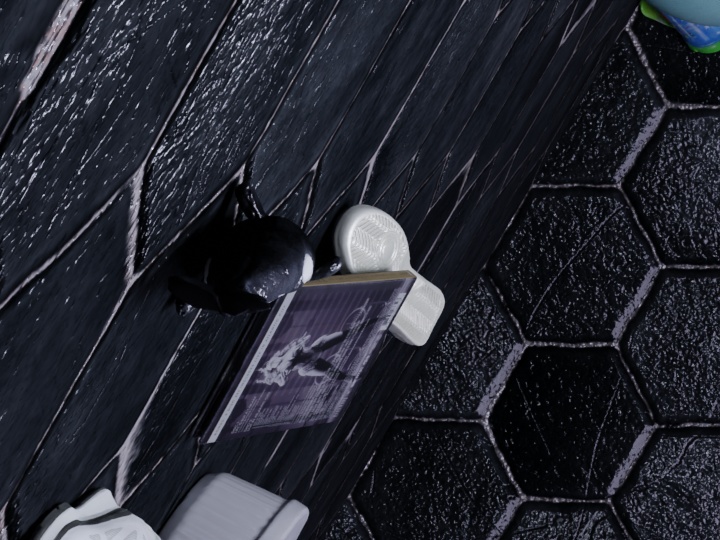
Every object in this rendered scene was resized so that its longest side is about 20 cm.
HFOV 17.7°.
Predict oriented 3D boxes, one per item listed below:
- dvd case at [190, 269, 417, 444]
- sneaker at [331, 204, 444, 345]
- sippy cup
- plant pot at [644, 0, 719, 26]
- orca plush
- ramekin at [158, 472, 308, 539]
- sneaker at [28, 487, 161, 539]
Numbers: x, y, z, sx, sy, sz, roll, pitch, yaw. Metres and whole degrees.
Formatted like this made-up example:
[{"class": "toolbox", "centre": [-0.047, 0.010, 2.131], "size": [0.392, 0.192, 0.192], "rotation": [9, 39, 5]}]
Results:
[{"class": "dvd case", "centre": [-0.044, 0.067, 1.854], "size": [0.200, 0.016, 0.149], "rotation": [-5, 128, -58]}, {"class": "sneaker", "centre": [0.000, 0.000, 1.963], "size": [0.075, 0.084, 0.200], "rotation": [-59, 149, -16]}, {"class": "sippy cup", "centre": [0.522, -0.427, 3.600], "size": [0.178, 0.130, 0.140], "rotation": [-42, -137, 24]}, {"class": "plant pot", "centre": [0.336, -0.361, 2.447], "size": [0.134, 0.200, 0.201], "rotation": [-3, 134, -37]}, {"class": "orca plush", "centre": [-0.077, -0.015, 1.401], "size": [0.105, 0.072, 0.200], "rotation": [-14, -175, 19]}, {"class": "ramekin", "centre": [-0.135, 0.268, 2.014], "size": [0.203, 0.094, 0.202], "rotation": [-58, 174, -9]}, {"class": "sneaker", "centre": [-0.155, 0.204, 1.466], "size": [0.076, 0.115, 0.200], "rotation": [-60, 173, 15]}]
